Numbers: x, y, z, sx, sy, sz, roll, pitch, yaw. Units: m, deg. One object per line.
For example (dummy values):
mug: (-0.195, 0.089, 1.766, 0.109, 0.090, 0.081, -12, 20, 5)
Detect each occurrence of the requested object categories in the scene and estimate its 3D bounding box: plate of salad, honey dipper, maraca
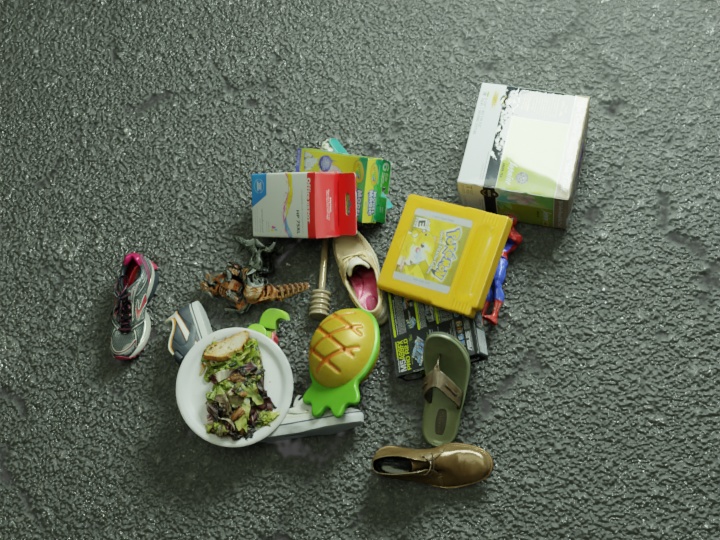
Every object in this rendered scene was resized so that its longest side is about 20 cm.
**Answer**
plate of salad: (-0.212, 0.194, 1.579, 0.198, 0.048, 0.202, 1, 76, -2)
honey dipper: (-0.068, -0.011, 1.711, 0.038, 0.038, 0.202, 0, 68, 11)
maraca: (-0.033, 0.153, 1.584, 0.136, 0.107, 0.201, -7, 56, 36)

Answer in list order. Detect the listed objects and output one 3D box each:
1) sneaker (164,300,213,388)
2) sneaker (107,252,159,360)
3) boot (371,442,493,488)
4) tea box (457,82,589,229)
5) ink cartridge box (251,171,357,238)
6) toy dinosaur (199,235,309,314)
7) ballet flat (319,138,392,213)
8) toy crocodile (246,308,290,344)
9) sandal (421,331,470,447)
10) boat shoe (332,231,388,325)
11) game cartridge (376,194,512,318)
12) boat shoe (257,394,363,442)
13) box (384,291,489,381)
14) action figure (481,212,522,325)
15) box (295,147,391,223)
sneaker: (-0.289, 0.155, 1.670, 0.079, 0.079, 0.201, -24, 59, -2)
sneaker: (-0.429, 0.065, 1.732, 0.080, 0.075, 0.202, 0, 70, 11)
boot: (0.114, 0.318, 1.522, 0.198, 0.075, 0.074, -2, 85, 12)
tea box: (0.290, -0.202, 1.660, 0.195, 0.134, 0.202, 11, 72, 16)
ink cartridge box: (-0.102, -0.117, 1.680, 0.199, 0.067, 0.117, 3, 97, 39)
toy dinosaur: (-0.192, 0.014, 1.712, 0.198, 0.102, 0.137, 9, 86, -5)
ballet flat: (-0.015, -0.160, 1.751, 0.072, 0.072, 0.200, -36, 65, -4)
toy crocodile: (-0.178, 0.160, 1.650, 0.061, 0.068, 0.202, 13, 72, 15)
sandal: (0.135, 0.199, 1.530, 0.079, 0.057, 0.203, 5, 104, 18)
boat shoe: (0.000, 0.000, 1.674, 0.073, 0.069, 0.201, -25, 67, 1)
game cartridge: (0.139, -0.027, 1.587, 0.199, 0.032, 0.178, 16, 83, 36)
boat shoe: (-0.093, 0.245, 1.603, 0.198, 0.071, 0.070, -11, 70, 14)
box: (0.125, 0.072, 1.609, 0.159, 0.044, 0.202, -20, 64, 27)
action figure: (0.219, -0.017, 1.624, 0.065, 0.099, 0.201, -8, 56, 57)
box: (-0.033, -0.152, 1.692, 0.199, 0.048, 0.119, 12, 102, 36)
